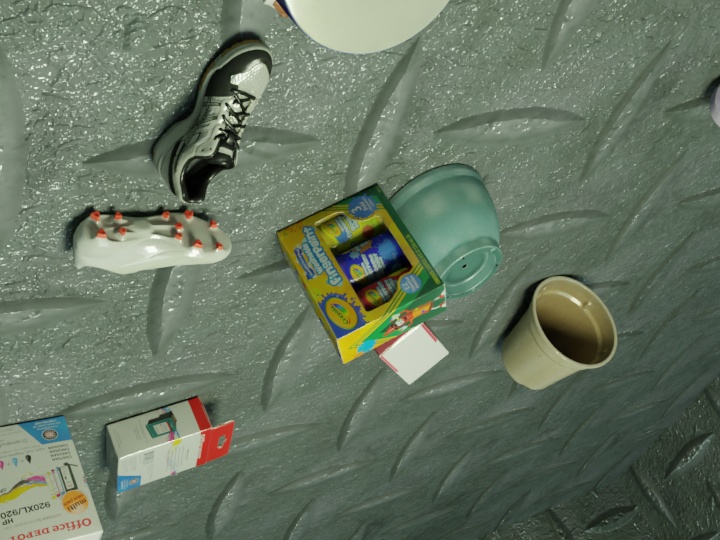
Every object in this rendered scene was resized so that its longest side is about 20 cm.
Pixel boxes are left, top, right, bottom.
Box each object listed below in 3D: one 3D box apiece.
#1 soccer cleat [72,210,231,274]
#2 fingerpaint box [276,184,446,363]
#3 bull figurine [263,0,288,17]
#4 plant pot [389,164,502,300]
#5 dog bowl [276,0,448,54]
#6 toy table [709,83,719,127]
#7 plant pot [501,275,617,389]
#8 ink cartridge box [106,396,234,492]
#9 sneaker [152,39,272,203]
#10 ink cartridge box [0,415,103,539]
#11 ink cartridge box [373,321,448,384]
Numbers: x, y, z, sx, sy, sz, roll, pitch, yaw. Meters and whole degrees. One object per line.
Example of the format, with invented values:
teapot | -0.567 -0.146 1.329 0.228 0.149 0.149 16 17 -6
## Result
soccer cleat | -0.257 -0.031 1.109 0.198 0.070 0.078 3 140 -34
fingerpaint box | 0.000 0.000 1.246 0.165 0.201 0.074 -25 148 -9
bull figurine | -0.020 -0.331 0.899 0.120 0.065 0.201 11 123 -40
plant pot | 0.134 -0.042 1.373 0.198 0.135 0.202 -22 147 -15
dog bowl | 0.002 -0.308 0.827 0.197 0.079 0.202 -17 136 -17
toy table | 0.688 -0.308 1.481 0.198 0.185 0.117 -31 167 -19
plant pot | 0.387 0.145 1.833 0.198 0.203 0.184 -9 154 -32
ink cartridge box | -0.316 0.283 1.486 0.198 0.068 0.117 -14 145 -27
sneaker | -0.151 -0.159 1.000 0.075 0.088 0.201 11 127 -47
ink cartridge box | -0.482 0.344 1.294 0.146 0.201 0.145 -5 140 -37
ink cartridge box | 0.031 0.054 1.351 0.082 0.201 0.147 -38 149 4
